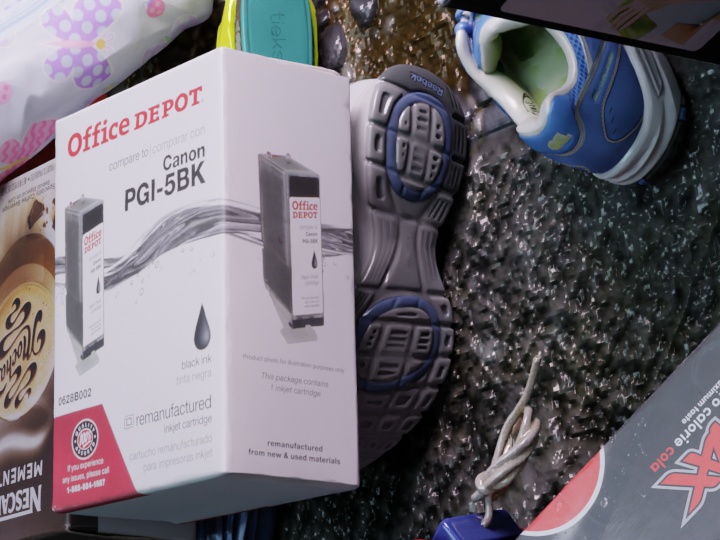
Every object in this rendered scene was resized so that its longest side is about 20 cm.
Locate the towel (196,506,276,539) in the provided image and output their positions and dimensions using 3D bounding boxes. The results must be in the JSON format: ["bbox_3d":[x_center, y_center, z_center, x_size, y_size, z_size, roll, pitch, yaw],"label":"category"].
[{"bbox_3d":[-0.092,0.115,1.188,0.111,0.048,0.201,9,93,48],"label":"towel"}]

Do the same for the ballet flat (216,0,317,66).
[{"bbox_3d":[-0.051,-0.058,1.160,0.067,0.066,0.201,157,114,-66],"label":"ballet flat"}]

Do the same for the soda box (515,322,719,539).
[{"bbox_3d":[0.112,0.116,0.907,0.200,0.063,0.071,-48,67,10],"label":"soda box"}]

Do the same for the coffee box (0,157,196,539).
[{"bbox_3d":[-0.145,0.049,1.159,0.113,0.079,0.201,-20,65,50],"label":"coffee box"}]

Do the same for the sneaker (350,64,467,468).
[{"bbox_3d":[0.000,0.000,1.096,0.087,0.074,0.201,2,80,56],"label":"sneaker"}]

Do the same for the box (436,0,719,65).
[{"bbox_3d":[0.098,-0.155,0.899,0.060,0.199,0.117,-43,58,35],"label":"box"}]

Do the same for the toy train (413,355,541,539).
[{"bbox_3d":[0.077,0.154,0.985,0.116,0.084,0.201,36,112,32],"label":"toy train"}]

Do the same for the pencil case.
[{"bbox_3d":[-0.172,-0.119,1.196,0.083,0.200,0.091,46,166,12],"label":"pencil case"}]

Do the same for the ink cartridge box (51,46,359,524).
[{"bbox_3d":[-0.077,0.011,1.053,0.146,0.083,0.201,-18,69,47],"label":"ink cartridge box"}]

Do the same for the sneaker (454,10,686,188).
[{"bbox_3d":[0.078,-0.128,1.008,0.076,0.077,0.201,-50,51,33],"label":"sneaker"}]

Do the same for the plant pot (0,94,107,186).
[{"bbox_3d":[-0.260,0.001,1.287,0.200,0.176,0.201,-29,66,41],"label":"plant pot"}]
